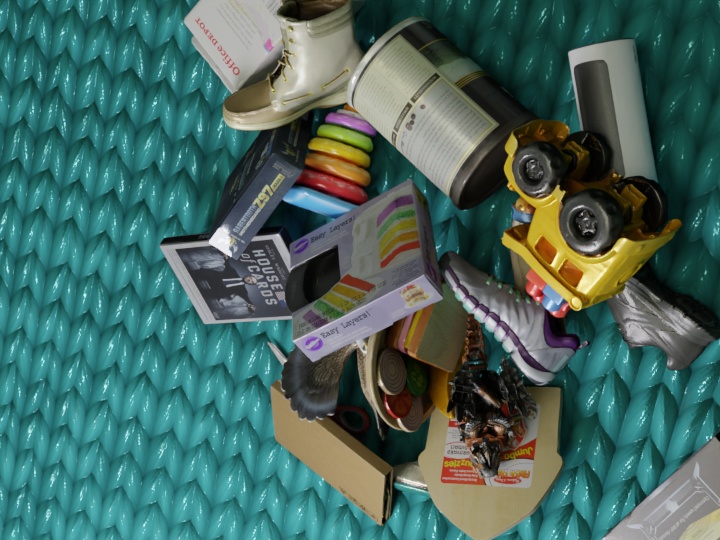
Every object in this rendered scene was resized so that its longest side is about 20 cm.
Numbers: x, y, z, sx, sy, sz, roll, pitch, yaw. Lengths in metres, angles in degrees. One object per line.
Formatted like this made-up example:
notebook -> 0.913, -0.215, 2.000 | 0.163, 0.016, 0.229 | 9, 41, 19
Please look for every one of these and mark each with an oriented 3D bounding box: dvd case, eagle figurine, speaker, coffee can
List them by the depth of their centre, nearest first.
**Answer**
speaker -> 0.300, -0.167, 1.573 | 0.081, 0.081, 0.201 | -8, 93, 30
coffee can -> 0.101, -0.194, 1.641 | 0.200, 0.146, 0.146 | 45, 115, 17
eagle figurine -> -0.007, 0.102, 1.736 | 0.151, 0.151, 0.201 | 22, 99, 14
dvd case -> -0.162, 0.008, 1.841 | 0.199, 0.025, 0.151 | -4, 128, 30

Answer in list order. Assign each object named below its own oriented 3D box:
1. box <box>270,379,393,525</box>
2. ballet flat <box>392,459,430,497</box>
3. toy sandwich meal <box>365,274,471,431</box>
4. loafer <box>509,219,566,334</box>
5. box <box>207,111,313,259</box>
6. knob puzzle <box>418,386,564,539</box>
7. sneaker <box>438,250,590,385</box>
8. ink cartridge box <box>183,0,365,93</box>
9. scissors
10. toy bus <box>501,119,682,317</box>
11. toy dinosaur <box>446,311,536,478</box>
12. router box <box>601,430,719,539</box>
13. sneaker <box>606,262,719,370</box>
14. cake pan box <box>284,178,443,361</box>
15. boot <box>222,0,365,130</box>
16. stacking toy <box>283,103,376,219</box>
box -> -0.039, 0.245, 1.789 | 0.200, 0.021, 0.164 | 37, 153, 21
ballet flat -> 0.121, 0.275, 1.748 | 0.199, 0.067, 0.063 | 13, 74, 24
toy sandwich meal -> 0.083, 0.103, 1.668 | 0.070, 0.205, 0.206 | 6, 99, 36
loafer -> 0.226, 0.000, 1.642 | 0.068, 0.076, 0.201 | 6, 109, 27
box -> -0.129, -0.125, 1.755 | 0.051, 0.200, 0.158 | 32, 115, -13
knob puzzle -> 0.167, 0.246, 1.693 | 0.219, 0.030, 0.220 | -12, 62, 24
sneaker -> 0.184, 0.039, 1.607 | 0.088, 0.074, 0.200 | -42, 87, 15
ink cartridge box -> -0.121, -0.333, 1.760 | 0.200, 0.125, 0.129 | -44, 75, 26
scissors -> -0.068, 0.181, 1.858 | 0.200, 0.014, 0.073 | 35, 113, 20
toy bus -> 0.230, -0.046, 1.518 | 0.200, 0.136, 0.192 | 46, 128, 22
toy dinosaur -> 0.143, 0.153, 1.642 | 0.102, 0.136, 0.200 | -26, 84, -6
router box -> 0.412, 0.311, 1.584 | 0.157, 0.052, 0.200 | 48, 116, 15
sneaker -> 0.327, 0.042, 1.591 | 0.200, 0.076, 0.091 | 42, 121, 21
cake pan box -> 0.000, 0.000, 1.649 | 0.200, 0.184, 0.052 | -27, 127, 20
boot -> -0.091, -0.263, 1.666 | 0.199, 0.155, 0.072 | -17, 51, 0
stacking toy -> -0.022, -0.170, 1.751 | 0.116, 0.109, 0.201 | 12, 84, 68
